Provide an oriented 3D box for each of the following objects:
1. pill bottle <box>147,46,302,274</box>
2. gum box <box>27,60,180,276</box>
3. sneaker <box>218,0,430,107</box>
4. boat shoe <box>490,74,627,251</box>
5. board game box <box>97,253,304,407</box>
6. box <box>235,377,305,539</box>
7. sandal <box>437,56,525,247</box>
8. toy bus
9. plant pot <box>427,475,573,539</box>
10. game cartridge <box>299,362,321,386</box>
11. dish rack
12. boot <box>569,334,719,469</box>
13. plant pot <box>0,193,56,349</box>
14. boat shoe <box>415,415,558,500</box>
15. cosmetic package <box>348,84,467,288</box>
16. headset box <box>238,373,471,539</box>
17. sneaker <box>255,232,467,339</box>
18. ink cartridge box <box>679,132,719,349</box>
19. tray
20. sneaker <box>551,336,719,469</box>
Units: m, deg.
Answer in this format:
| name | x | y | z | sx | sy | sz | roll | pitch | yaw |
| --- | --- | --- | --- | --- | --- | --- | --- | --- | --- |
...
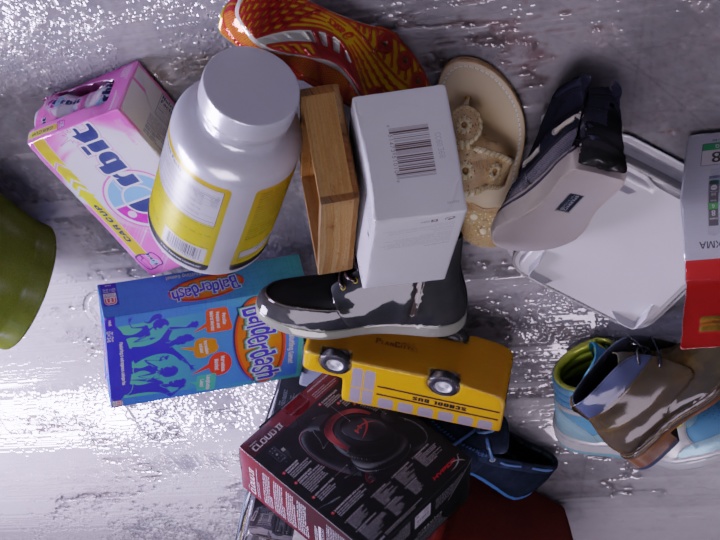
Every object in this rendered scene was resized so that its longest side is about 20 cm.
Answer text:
| name | x | y | z | sx | sy | sz | roll | pitch | yaw |
| --- | --- | --- | --- | --- | --- | --- | --- | --- | --- |
| pill bottle | -0.111 | -0.093 | 1.480 | 0.111 | 0.113 | 0.201 | 20 | 144 | -4 |
| gum box | -0.202 | -0.094 | 1.624 | 0.113 | 0.067 | 0.200 | -16 | 131 | 31 |
| sneaker | -0.025 | -0.182 | 1.482 | 0.199 | 0.074 | 0.077 | 30 | 171 | -22 |
| boat shoe | 0.170 | -0.089 | 1.503 | 0.074 | 0.094 | 0.200 | 12 | 156 | -18 |
| board game box | -0.154 | 0.061 | 1.737 | 0.198 | 0.045 | 0.153 | -10 | 143 | -11 |
| box | -0.093 | 0.236 | 1.861 | 0.049 | 0.201 | 0.158 | 15 | 141 | -5 |
| sandal | 0.103 | -0.082 | 1.537 | 0.077 | 0.070 | 0.213 | 5 | 138 | 13 |
| toy bus | 0.046 | 0.094 | 1.707 | 0.198 | 0.066 | 0.079 | 11 | 141 | 5 |
| plant pot | 0.121 | 0.325 | 1.910 | 0.199 | 0.177 | 0.200 | 29 | 138 | -16 |
| game cartridge | 0.014 | 0.066 | 1.762 | 0.132 | 0.041 | 0.201 | 12 | 140 | 0 |
| dish rack | 0.236 | -0.024 | 1.581 | 0.170 | 0.044 | 0.200 | 27 | 138 | -11 |
| boot | 0.282 | 0.086 | 1.625 | 0.096 | 0.075 | 0.201 | 33 | 106 | -15 |
| plant pot | -0.405 | -0.014 | 1.708 | 0.192 | 0.202 | 0.200 | 22 | 141 | -27 |
| boat shoe | 0.126 | 0.167 | 1.820 | 0.068 | 0.085 | 0.199 | -35 | 138 | 27 |
| cosmetic package | 0.035 | -0.066 | 1.481 | 0.080 | 0.114 | 0.200 | -8 | 163 | -6 |
| headset box | -0.013 | 0.191 | 1.728 | 0.199 | 0.148 | 0.075 | 35 | 148 | 25 |
| sneaker | 0.000 | 0.000 | 1.633 | 0.197 | 0.075 | 0.107 | -1 | 124 | 1 |
| ink cartridge box | 0.335 | -0.032 | 1.415 | 0.159 | 0.201 | 0.050 | -5 | 136 | 22 |
| tray | -0.027 | -0.074 | 1.509 | 0.037 | 0.100 | 0.200 | -10 | 164 | -4 |
| sneaker | 0.275 | 0.124 | 1.708 | 0.198 | 0.080 | 0.131 | 0 | 139 | 17 |
